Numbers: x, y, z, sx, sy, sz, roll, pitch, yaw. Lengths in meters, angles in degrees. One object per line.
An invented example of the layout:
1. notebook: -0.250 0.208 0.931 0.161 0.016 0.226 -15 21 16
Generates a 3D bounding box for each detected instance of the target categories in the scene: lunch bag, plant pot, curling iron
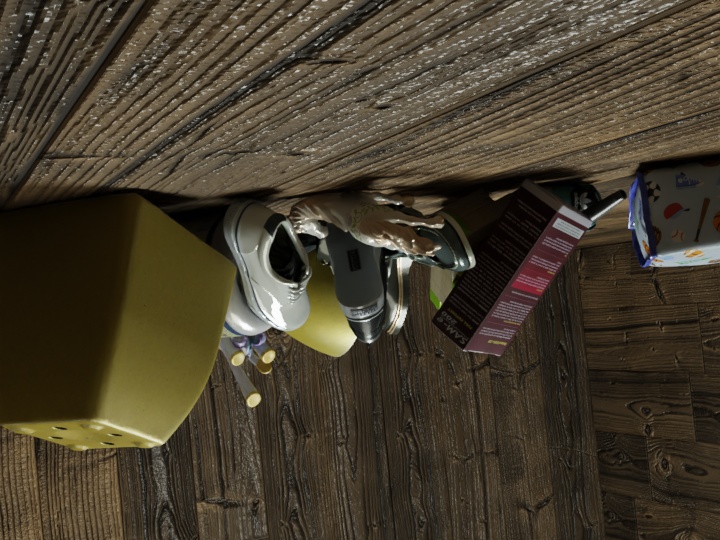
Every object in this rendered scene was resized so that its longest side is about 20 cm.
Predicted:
1. lunch bag: 0.412 -0.067 1.121 0.167 0.126 0.200 -7 170 13
2. plant pot: -0.258 0.066 0.915 0.193 0.203 0.194 -6 157 23
3. curling iron: 0.261 -0.043 1.153 0.026 0.050 0.200 -45 177 -42
4. plant pot: -0.082 0.018 1.402 0.140 0.203 0.200 12 172 -21

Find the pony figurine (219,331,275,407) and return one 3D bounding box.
1. pony figurine: -0.204 0.071 1.334 0.165 0.200 0.194 -33 142 -18

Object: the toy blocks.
1. toy blocks: 0.157 -0.034 1.165 0.135 0.100 0.201 -26 146 -15

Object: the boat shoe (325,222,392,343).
1. boat shoe: 0.003 0.000 1.075 0.072 0.069 0.201 -13 -141 0

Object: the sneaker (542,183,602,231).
1. sneaker: 0.281 -0.074 1.233 0.079 0.073 0.200 -2 178 17

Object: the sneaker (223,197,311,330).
1. sneaker: -0.088 0.007 1.014 0.070 0.073 0.201 23 154 31

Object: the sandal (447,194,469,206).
1. sandal: 0.141 -0.073 1.262 0.081 0.050 0.203 -20 166 -6

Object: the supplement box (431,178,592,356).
1. supplement box: 0.179 0.001 1.097 0.061 0.201 0.108 39 -167 31

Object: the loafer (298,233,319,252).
1. loafer: -0.106 -0.033 1.261 0.199 0.072 0.068 -4 177 -44

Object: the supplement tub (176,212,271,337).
1. supplement tub: -0.203 0.011 1.117 0.197 0.148 0.145 -7 178 26

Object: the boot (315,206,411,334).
1. boot: -0.002 -0.001 1.282 0.136 0.203 0.078 -2 -147 -7

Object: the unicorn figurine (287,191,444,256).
1. unicorn figurine: 0.002 -0.053 1.003 0.135 0.075 0.200 4 177 -21

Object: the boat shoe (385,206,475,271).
1. boat shoe: 0.069 -0.028 1.085 0.061 0.074 0.200 -28 -161 -13
